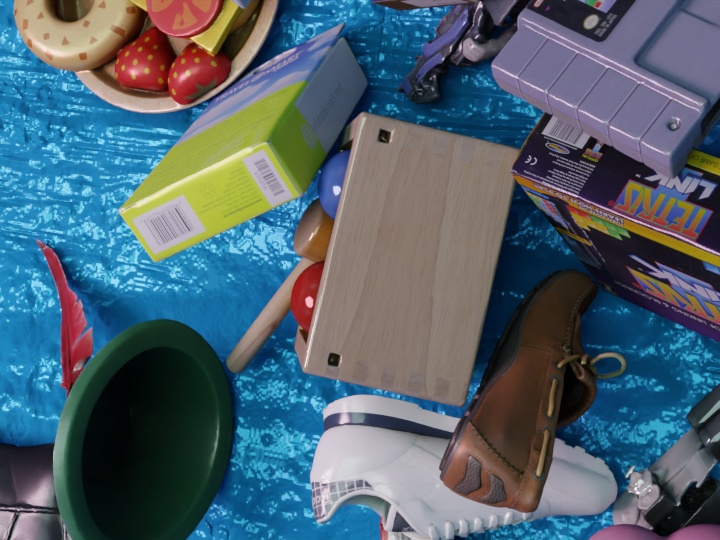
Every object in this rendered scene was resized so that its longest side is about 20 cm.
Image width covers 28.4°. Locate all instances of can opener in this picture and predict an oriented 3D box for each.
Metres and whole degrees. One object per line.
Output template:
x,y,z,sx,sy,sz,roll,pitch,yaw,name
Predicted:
0.237,0.105,0.903,0.066,0.053,0.200,36,104,-17,can opener

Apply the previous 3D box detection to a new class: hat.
-0.205,0.106,1.029,0.175,0.200,0.166,4,128,35,hat

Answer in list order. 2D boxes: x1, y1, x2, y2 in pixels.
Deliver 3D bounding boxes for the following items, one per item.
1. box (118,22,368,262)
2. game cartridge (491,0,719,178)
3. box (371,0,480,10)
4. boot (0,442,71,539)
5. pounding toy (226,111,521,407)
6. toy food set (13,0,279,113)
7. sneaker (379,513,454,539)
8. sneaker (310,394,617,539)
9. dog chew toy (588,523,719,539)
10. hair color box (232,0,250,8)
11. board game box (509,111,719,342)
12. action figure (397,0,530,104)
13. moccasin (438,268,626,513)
-0.071,-0.090,0.956,0.121,0.200,0.048,-23,111,26,box
0.177,-0.159,0.793,0.129,0.038,0.200,33,78,26,game cartridge
0.063,-0.277,0.947,0.032,0.121,0.202,10,93,-24,box
-0.271,0.220,1.063,0.167,0.076,0.202,-2,80,17,boot
0.000,0.000,0.927,0.141,0.200,0.186,13,91,-5,pounding toy
-0.150,-0.217,1.050,0.199,0.049,0.199,33,96,20,toy food set
0.070,0.218,0.949,0.082,0.078,0.201,-24,81,0,sneaker
0.066,0.140,0.912,0.198,0.077,0.081,10,64,-4,sneaker
0.217,0.209,0.849,0.199,0.125,0.125,15,93,10,dog chew toy
-0.064,-0.293,0.977,0.099,0.061,0.200,36,86,21,hair color box
0.204,-0.009,0.821,0.199,0.165,0.057,26,79,39,board game box
0.121,-0.157,0.947,0.200,0.104,0.194,-42,66,43,action figure
0.115,0.070,0.876,0.077,0.202,0.074,25,125,7,moccasin
